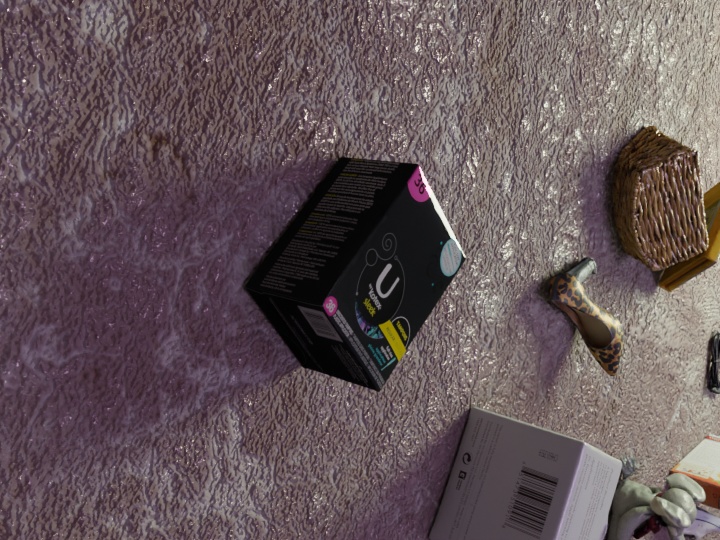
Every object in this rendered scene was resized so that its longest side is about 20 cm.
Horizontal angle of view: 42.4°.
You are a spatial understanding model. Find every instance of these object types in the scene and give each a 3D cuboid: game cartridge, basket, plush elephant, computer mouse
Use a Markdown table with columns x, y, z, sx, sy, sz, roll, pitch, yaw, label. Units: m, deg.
| x | y | z | sx | sy | sz | roll | pitch | yaw | label |
| --- | --- | --- | --- | --- | --- | --- | --- | --- | --- |
| 0.626 | -0.074 | 1.692 | 0.202 | 0.032 | 0.177 | -63 | 180 | -21 | game cartridge |
| 0.491 | -0.120 | 1.593 | 0.140 | 0.149 | 0.203 | -22 | 119 | -6 | basket |
| 0.552 | 0.450 | 1.712 | 0.163 | 0.153 | 0.204 | -19 | 113 | -43 | plush elephant |
| 0.818 | 0.199 | 2.030 | 0.198 | 0.045 | 0.144 | -2 | 98 | -48 | computer mouse |

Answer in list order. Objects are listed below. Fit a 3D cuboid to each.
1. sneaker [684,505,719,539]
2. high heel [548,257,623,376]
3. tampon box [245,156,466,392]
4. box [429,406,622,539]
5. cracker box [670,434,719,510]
| x | y | z | sx | sy | sz | roll | pitch | yaw | label |
| --- | --- | --- | --- | --- | --- | --- | --- | --- | --- |
| 0.714 | 0.542 | 1.984 | 0.198 | 0.073 | 0.072 | 26 | 89 | -38 | sneaker |
| 0.352 | 0.093 | 1.471 | 0.142 | 0.071 | 0.204 | -27 | 102 | -48 | high heel |
| 0.000 | 0.000 | 1.031 | 0.201 | 0.125 | 0.151 | -55 | 133 | -24 | tampon box |
| 0.232 | 0.323 | 1.302 | 0.130 | 0.198 | 0.202 | 31 | 76 | -44 | box |
| 0.753 | 0.422 | 1.943 | 0.198 | 0.132 | 0.059 | -22 | 114 | -42 | cracker box |
